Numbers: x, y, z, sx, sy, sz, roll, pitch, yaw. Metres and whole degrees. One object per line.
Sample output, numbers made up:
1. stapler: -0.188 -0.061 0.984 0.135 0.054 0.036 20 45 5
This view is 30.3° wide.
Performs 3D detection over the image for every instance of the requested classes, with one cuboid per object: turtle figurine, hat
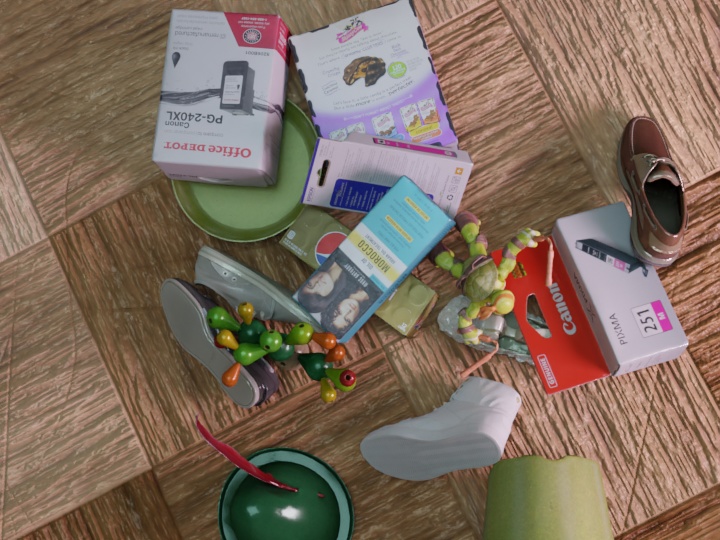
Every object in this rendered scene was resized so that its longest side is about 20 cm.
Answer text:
1. turtle figurine: 0.137 0.013 1.584 0.201 0.064 0.162 -61 39 22
2. hat: -0.115 0.286 1.568 0.199 0.176 0.167 22 85 10

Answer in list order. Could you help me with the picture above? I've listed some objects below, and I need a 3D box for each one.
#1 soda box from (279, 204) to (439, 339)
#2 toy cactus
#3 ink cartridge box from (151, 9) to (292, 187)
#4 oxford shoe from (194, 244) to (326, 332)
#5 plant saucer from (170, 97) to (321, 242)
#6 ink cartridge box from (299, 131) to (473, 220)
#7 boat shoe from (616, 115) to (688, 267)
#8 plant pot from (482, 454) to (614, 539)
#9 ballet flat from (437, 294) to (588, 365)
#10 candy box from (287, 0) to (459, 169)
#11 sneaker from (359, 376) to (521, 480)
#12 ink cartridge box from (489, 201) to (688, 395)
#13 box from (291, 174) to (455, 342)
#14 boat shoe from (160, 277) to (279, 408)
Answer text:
1. soda box: 0.000 0.000 1.655 0.199 0.064 0.068 36 88 11
2. toy cactus: -0.090 0.104 1.599 0.198 0.165 0.103 14 84 10
3. ink cartridge box: -0.172 -0.216 1.671 0.144 0.083 0.202 5 81 8
4. oxford shoe: -0.126 0.036 1.664 0.199 0.075 0.058 28 91 14
5. plant saucer: -0.144 -0.133 1.712 0.198 0.031 0.202 -1 81 8
6. ink cartridge box: 0.031 -0.113 1.624 0.198 0.037 0.095 7 124 -16
7. boat shoe: 0.358 -0.105 1.598 0.075 0.072 0.202 1 62 -11
8. plant pot: 0.215 0.314 1.529 0.198 0.201 0.186 -3 69 7
9. ballet flat: 0.190 0.073 1.619 0.198 0.072 0.072 17 84 11
10. candy box: 0.018 -0.221 1.684 0.166 0.072 0.202 -18 80 5
11. sneaker: 0.102 0.189 1.615 0.199 0.116 0.074 -10 119 34
12. ink cartridge box: 0.269 0.030 1.585 0.172 0.044 0.201 -15 66 -12
13. box: 0.016 -0.013 1.591 0.082 0.049 0.200 43 96 10
14. boat shoe: -0.178 0.088 1.677 0.200 0.057 0.067 51 126 15
